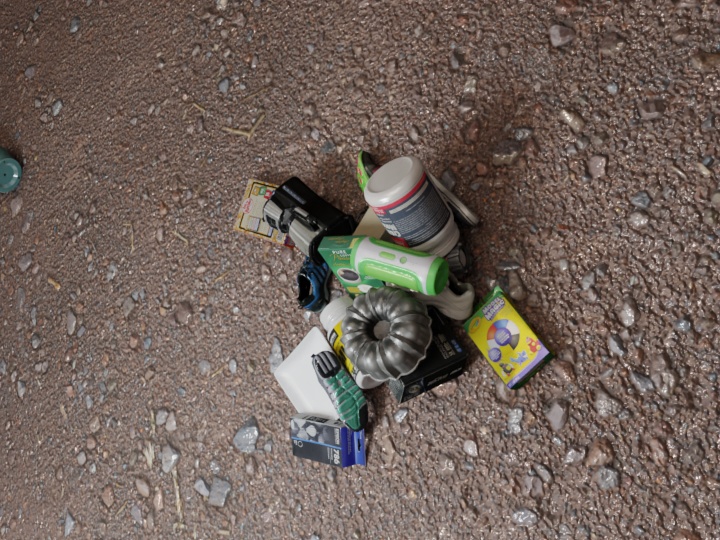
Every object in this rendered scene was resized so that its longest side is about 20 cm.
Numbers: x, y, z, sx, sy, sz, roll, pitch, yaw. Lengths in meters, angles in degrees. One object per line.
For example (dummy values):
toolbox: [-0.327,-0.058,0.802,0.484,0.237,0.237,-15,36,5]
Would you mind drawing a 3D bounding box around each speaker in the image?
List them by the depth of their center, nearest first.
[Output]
speaker: [0.080,-0.011,1.527,0.198,0.088,0.089,17,88,28]

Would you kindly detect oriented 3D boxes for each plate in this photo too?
plate: [-0.098,0.267,1.763,0.200,0.032,0.201,-48,70,30]

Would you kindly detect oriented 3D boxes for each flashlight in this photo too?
flashlight: [0.145,-0.011,1.626,0.198,0.068,0.069,-14,96,33]

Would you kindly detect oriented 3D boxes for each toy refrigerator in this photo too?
toy refrigerator: [0.067,-0.128,1.689,0.076,0.070,0.201,48,118,33]

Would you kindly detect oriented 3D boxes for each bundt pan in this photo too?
bundt pan: [0.044,0.121,1.506,0.200,0.076,0.204,-9,68,22]

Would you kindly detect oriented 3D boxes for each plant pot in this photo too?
plant pot: [-1.389,-0.386,2.769,0.186,0.200,0.202,22,91,21]

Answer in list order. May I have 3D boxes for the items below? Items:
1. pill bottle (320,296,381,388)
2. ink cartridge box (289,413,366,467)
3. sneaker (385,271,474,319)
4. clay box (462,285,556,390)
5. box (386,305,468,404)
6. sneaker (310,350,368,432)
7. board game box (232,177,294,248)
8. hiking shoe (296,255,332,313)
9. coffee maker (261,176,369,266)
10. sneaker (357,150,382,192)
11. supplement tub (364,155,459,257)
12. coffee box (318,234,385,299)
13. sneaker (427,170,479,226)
pill bottle: [-0.006,0.164,1.709,0.114,0.114,0.201,-48,57,16]
ink cartridge box: [-0.079,0.401,1.730,0.198,0.039,0.101,1,98,35]
sneaker: [0.154,0.030,1.574,0.197,0.100,0.078,14,43,2]
clay box: [0.300,0.136,1.542,0.115,0.047,0.201,-46,58,17]
box: [0.110,0.157,1.594,0.162,0.087,0.201,-20,58,-18]
sneaker: [-0.048,0.272,1.685,0.202,0.074,0.087,64,161,-4]
board game box: [-0.244,-0.157,1.993,0.198,0.046,0.153,18,90,36]
hiking shoe: [-0.117,0.002,1.841,0.074,0.086,0.203,-11,73,32]
coffee maker: [-0.115,-0.133,1.833,0.200,0.191,0.136,40,136,30]
sneaker: [0.045,-0.222,1.802,0.083,0.077,0.201,-15,49,-15]
supplement tub: [0.111,-0.126,1.556,0.139,0.201,0.141,-26,31,18]
coffee box: [0.000,0.000,1.694,0.122,0.201,0.044,-1,49,35]
sneaker: [0.188,-0.143,1.671,0.080,0.078,0.200,-49,46,9]
